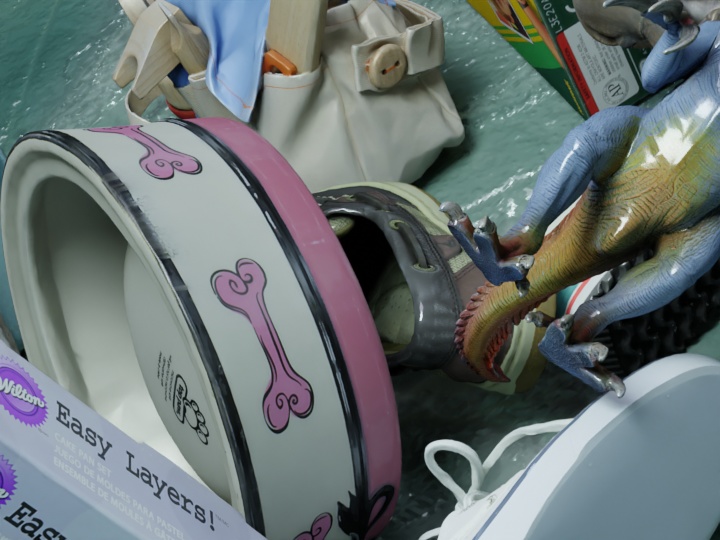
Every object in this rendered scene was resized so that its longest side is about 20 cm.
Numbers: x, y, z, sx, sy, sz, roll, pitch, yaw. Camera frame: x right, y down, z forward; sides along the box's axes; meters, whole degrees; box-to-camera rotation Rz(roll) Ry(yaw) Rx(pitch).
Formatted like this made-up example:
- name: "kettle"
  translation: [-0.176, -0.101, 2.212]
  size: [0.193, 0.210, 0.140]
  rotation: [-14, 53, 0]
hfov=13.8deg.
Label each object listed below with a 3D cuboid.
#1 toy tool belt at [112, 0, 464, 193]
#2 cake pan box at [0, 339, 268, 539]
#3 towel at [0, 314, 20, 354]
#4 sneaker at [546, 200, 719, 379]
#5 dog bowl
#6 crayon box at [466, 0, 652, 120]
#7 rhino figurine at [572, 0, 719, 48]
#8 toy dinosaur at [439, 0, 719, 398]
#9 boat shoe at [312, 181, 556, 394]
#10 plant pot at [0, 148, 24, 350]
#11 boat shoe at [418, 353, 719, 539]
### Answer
- name: "toy tool belt"
  translation: [-0.048, -0.104, 1.297]
  size: [0.125, 0.123, 0.200]
  rotation: [-40, 36, -15]
- name: "cake pan box"
  translation: [-0.118, 0.130, 0.947]
  size: [0.184, 0.200, 0.052]
  rotation: [-40, 31, 18]
- name: "towel"
  translation: [-0.226, 0.014, 1.210]
  size: [0.132, 0.200, 0.034]
  rotation: [-28, 28, 2]
- name: "sneaker"
  translation: [0.128, -0.046, 1.142]
  size: [0.200, 0.070, 0.093]
  rotation: [-43, 43, -14]
- name: "dog bowl"
  translation: [-0.056, 0.033, 1.080]
  size: [0.074, 0.200, 0.200]
  rotation: [-21, 30, -23]
- name: "crayon box"
  translation: [0.049, -0.182, 1.256]
  size: [0.058, 0.200, 0.173]
  rotation: [-32, 35, -5]
- name: "rhino figurine"
  translation: [0.135, -0.174, 1.153]
  size: [0.087, 0.060, 0.200]
  rotation: [11, 83, 41]
- name: "toy dinosaur"
  translation: [0.107, -0.058, 0.989]
  size: [0.182, 0.105, 0.200]
  rotation: [-48, 14, -17]
- name: "boat shoe"
  translation: [0.000, 0.001, 1.146]
  size: [0.201, 0.066, 0.072]
  rotation: [21, 99, 59]
- name: "plant pot"
  translation: [-0.272, -0.027, 1.305]
  size: [0.200, 0.196, 0.196]
  rotation: [-38, 32, 0]
- name: "boat shoe"
  translation: [0.047, 0.101, 1.025]
  size: [0.202, 0.075, 0.086]
  rotation: [-50, 36, -11]
